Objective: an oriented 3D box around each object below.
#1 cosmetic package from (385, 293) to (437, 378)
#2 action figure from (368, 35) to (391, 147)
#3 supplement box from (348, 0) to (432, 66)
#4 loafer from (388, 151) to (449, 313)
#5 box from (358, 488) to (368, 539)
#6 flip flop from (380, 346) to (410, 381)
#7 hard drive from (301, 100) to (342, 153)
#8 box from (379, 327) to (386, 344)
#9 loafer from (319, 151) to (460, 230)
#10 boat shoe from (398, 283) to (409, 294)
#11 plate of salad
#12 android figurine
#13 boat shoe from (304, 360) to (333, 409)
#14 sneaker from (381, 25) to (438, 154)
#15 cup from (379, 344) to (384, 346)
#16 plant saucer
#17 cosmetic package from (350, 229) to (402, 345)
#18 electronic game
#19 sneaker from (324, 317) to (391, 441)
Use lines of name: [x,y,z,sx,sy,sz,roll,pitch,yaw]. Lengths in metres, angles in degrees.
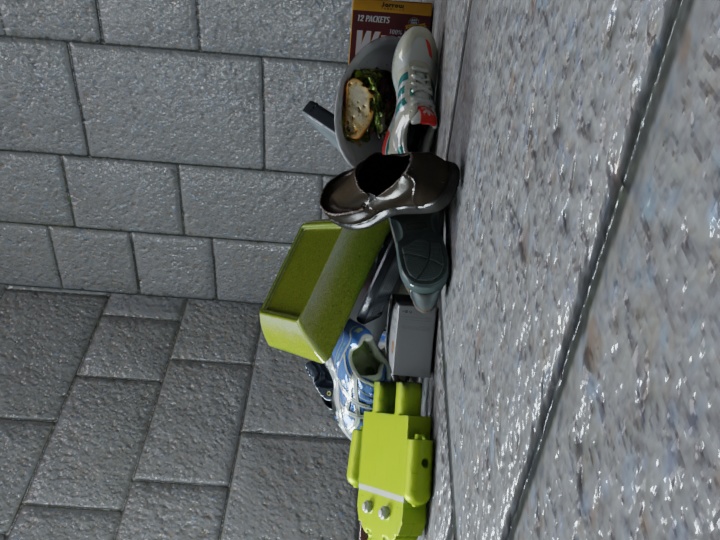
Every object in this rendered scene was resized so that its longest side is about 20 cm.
cosmetic package: [0.060,0.078,0.991,0.200,0.050,0.084,-109,22,-88]
action figure: [0.040,-0.285,1.189,0.065,0.098,0.203,44,-129,-47]
supplement box: [0.045,-0.341,1.354,0.200,0.130,0.201,-104,19,-89]
loafer: [0.063,-0.045,0.874,0.063,0.071,0.202,86,-176,-51]
box: [0.034,0.290,1.086,0.200,0.074,0.102,-99,13,-79]
flip flop: [0.049,0.143,1.179,0.082,0.057,0.200,54,170,7]
hard drive: [-0.001,-0.206,1.317,0.033,0.200,0.139,-51,-41,1]
box: [0.016,0.038,1.373,0.040,0.134,0.202,95,178,-48]
loafer: [0.017,-0.097,0.832,0.198,0.071,0.074,-9,58,49]
boat shoe: [0.036,-0.054,1.229,0.068,0.071,0.203,156,94,-76]
plate of salad: [0.041,-0.235,1.135,0.198,0.048,0.203,-22,-59,-40]
android figurine: [0.034,0.230,0.905,0.181,0.040,0.204,168,110,-65]
boat shoe: [-0.005,0.185,1.128,0.200,0.090,0.071,49,164,45]
sneaker: [0.082,-0.230,1.061,0.093,0.069,0.203,-151,68,-64]
cup: [0.010,0.048,1.525,0.200,0.141,0.204,-176,90,-89]
plant saucer: [-0.061,0.009,1.024,0.199,0.048,0.202,4,66,62]
cosmetic package: [0.000,0.000,1.125,0.084,0.107,0.203,12,79,46]
electronic game: [0.044,-0.023,1.000,0.200,0.041,0.202,90,-154,-85]
sneaker: [0.004,0.155,1.003,0.077,0.075,0.203,9,125,55]
